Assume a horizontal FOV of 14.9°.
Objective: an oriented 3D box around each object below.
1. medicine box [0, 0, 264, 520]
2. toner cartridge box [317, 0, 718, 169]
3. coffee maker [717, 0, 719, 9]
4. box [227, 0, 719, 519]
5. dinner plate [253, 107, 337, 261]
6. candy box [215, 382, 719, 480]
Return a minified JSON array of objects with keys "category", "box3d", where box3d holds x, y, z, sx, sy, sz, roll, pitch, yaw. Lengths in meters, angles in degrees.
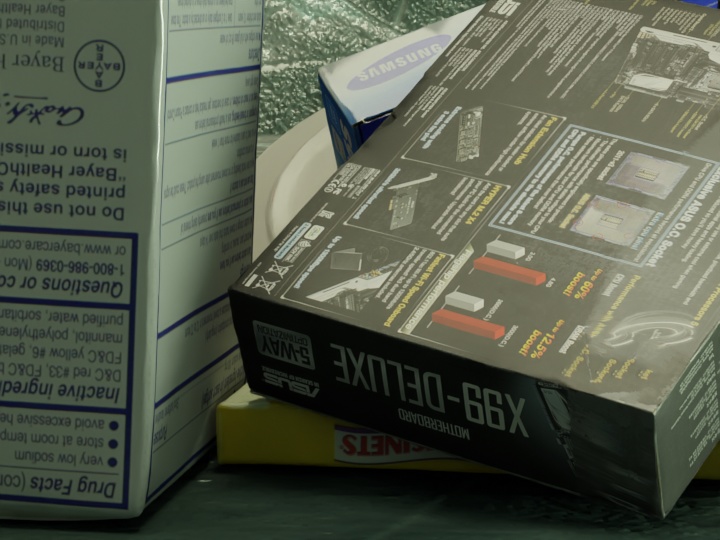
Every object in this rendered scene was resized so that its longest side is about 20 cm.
[{"category":"medicine box","box3d":[-0.097,-0.033,0.896,0.103,0.200,0.182,4,6,7]},{"category":"toner cartridge box","box3d":[0.087,-0.071,1.117,0.200,0.095,0.043,-21,44,-10]},{"category":"coffee maker","box3d":[0.229,-0.036,1.022,0.200,0.192,0.135,0,19,13]},{"category":"box","box3d":[0.076,-0.018,0.923,0.158,0.050,0.200,15,46,28]},{"category":"dinner plate","box3d":[0.026,-0.030,1.183,0.200,0.024,0.200,-12,42,11]},{"category":"candy box","box3d":[0.057,0.052,0.951,0.200,0.026,0.102,2,8,8]}]
